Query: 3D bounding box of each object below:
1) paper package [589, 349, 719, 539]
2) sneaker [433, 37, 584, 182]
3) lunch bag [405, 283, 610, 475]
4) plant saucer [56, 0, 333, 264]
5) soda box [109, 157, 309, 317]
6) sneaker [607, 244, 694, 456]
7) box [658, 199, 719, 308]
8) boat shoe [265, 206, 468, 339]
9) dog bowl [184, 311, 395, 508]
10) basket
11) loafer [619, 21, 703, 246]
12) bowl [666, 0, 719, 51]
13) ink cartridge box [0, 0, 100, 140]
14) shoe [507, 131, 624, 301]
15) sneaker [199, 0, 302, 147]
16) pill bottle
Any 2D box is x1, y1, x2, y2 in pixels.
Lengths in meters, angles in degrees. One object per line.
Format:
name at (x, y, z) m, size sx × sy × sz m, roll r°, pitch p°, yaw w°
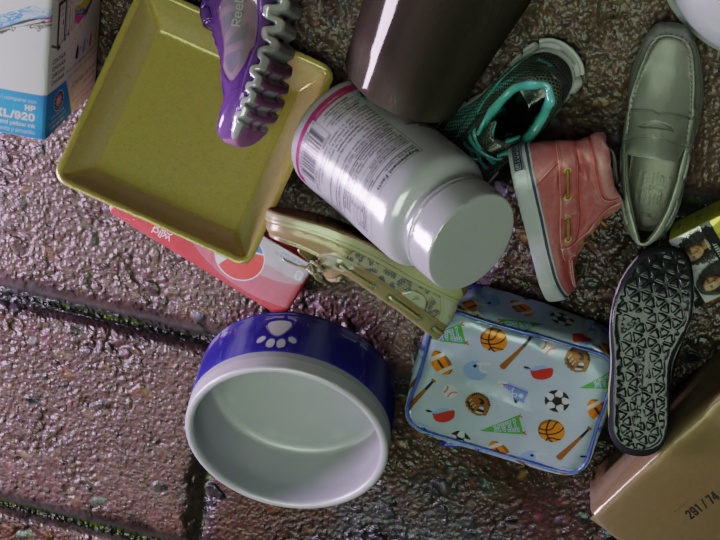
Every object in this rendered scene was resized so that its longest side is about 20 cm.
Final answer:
paper package at (0.349, 0.203, 1.766) m, size 0.190 × 0.104 × 0.200 m, roll 38°, pitch 115°, yaw -7°
sneaker at (0.115, -0.124, 1.684) m, size 0.077 × 0.091 × 0.200 m, roll 40°, pitch 116°, yaw -5°
lunch bag at (0.141, 0.107, 1.790) m, size 0.198 × 0.076 × 0.161 m, roll 17°, pitch 118°, yaw 5°
plant saucer at (-0.151, -0.131, 1.731) m, size 0.199 × 0.048 × 0.201 m, roll 24°, pitch 84°, yaw 3°
soda box at (-0.136, -0.042, 1.795) m, size 0.199 × 0.063 × 0.070 m, roll 31°, pitch 117°, yaw -2°
sneaker at (0.257, 0.071, 1.712) m, size 0.071 × 0.083 × 0.202 m, roll 11°, pitch 103°, yaw 5°
box at (0.371, -0.044, 1.681) m, size 0.199 × 0.050 × 0.076 m, roll -27°, pitch 104°, yaw 22°
boat shoe at (0.000, 0.000, 1.697) m, size 0.199 × 0.073 × 0.063 m, roll 23°, pitch 98°, yaw -10°
dog bowl at (-0.066, 0.137, 1.815) m, size 0.198 × 0.079 × 0.201 m, roll 6°, pitch 134°, yaw 6°
basket at (0.075, -0.240, 1.618) m, size 0.136 × 0.179 × 0.201 m, roll 53°, pitch 133°, yaw 32°
loafer at (0.266, -0.118, 1.661) m, size 0.069 × 0.070 × 0.202 m, roll 5°, pitch 116°, yaw 10°
bowl at (0.342, -0.259, 1.572) m, size 0.199 × 0.090 × 0.203 m, roll 5°, pitch 115°, yaw 12°
ink cartridge box at (-0.322, -0.247, 1.702) m, size 0.143 × 0.147 × 0.202 m, roll 12°, pitch 116°, yaw 8°
shoe at (0.194, -0.046, 1.682) m, size 0.090 × 0.072 × 0.201 m, roll -11°, pitch 141°, yaw 9°
sneaker at (-0.105, -0.212, 1.683) m, size 0.088 × 0.080 × 0.202 m, roll 11°, pitch 87°, yaw 14°
pill bottle at (0.038, -0.075, 1.655) m, size 0.200 × 0.113 × 0.114 m, roll 42°, pitch 125°, yaw 38°
